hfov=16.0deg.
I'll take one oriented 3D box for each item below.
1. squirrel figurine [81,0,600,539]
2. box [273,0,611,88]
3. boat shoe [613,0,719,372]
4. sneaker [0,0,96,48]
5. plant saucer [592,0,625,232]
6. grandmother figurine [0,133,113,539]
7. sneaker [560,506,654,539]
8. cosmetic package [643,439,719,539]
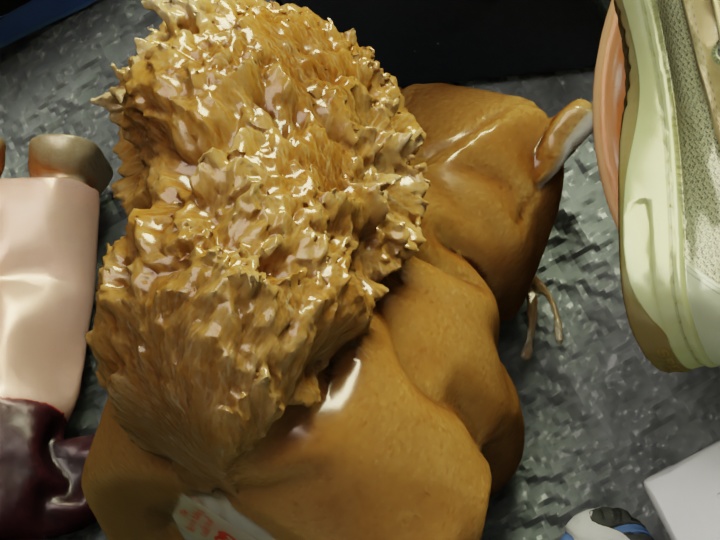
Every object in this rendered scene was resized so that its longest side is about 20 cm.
[{"bbox_3d":[0.000,0.000,0.797,0.141,0.200,0.187,12,57,34],"label":"squirrel figurine"},{"bbox_3d":[0.018,-0.196,0.878,0.117,0.197,0.201,-4,65,17],"label":"box"},{"bbox_3d":[0.111,-0.072,0.756,0.063,0.073,0.201,-4,76,25],"label":"boat shoe"},{"bbox_3d":[-0.171,-0.103,0.970,0.200,0.078,0.070,-37,59,0],"label":"sneaker"},{"bbox_3d":[0.167,-0.058,0.780,0.200,0.037,0.201,-10,70,28],"label":"plant saucer"},{"bbox_3d":[-0.124,0.052,0.894,0.121,0.061,0.201,2,69,8],"label":"grandmother figurine"},{"bbox_3d":[0.074,0.164,0.757,0.077,0.076,0.201,-11,61,10],"label":"sneaker"},{"bbox_3d":[0.195,0.114,0.752,0.150,0.052,0.200,-29,60,7],"label":"cosmetic package"}]
